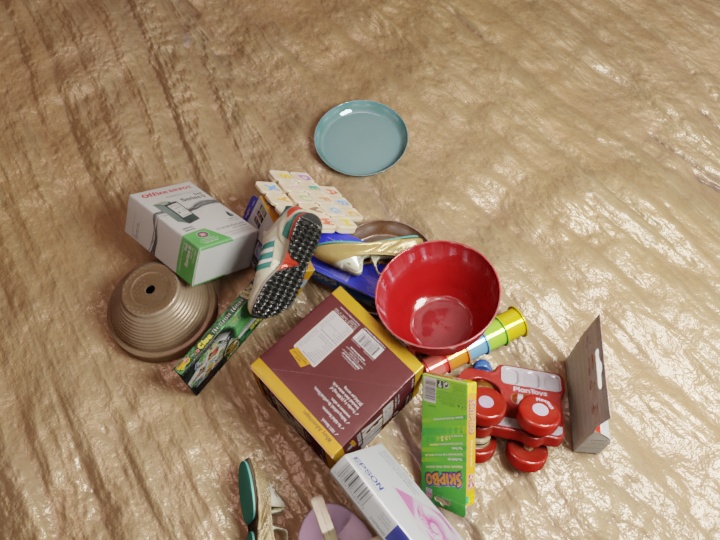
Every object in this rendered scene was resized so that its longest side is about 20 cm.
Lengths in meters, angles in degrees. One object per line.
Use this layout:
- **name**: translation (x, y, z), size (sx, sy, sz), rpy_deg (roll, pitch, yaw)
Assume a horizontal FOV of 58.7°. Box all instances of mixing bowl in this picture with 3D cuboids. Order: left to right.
- **mixing bowl**: translation (0.130, 0.062, 1.047), size (0.197, 0.109, 0.202), rpy_deg (-6, 56, 9)

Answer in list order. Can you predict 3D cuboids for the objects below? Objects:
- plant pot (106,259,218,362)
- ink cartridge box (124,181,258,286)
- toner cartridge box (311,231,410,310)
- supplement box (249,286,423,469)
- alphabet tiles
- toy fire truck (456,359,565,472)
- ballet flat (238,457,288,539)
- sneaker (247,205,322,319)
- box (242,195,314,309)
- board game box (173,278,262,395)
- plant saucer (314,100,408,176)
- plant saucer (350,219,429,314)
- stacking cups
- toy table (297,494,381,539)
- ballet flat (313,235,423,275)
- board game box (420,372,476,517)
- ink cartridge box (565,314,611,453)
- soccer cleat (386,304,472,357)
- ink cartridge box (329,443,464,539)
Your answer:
- **plant pot**: translation (-0.361, 0.054, 1.143), size (0.198, 0.093, 0.203), rpy_deg (0, 61, 0)
- **ink cartridge box**: translation (-0.310, -0.072, 1.169), size (0.199, 0.085, 0.145), rpy_deg (34, 33, 23)
- **toner cartridge box**: translation (0.000, 0.000, 1.155), size (0.198, 0.043, 0.096), rpy_deg (25, 66, 15)
- **supplement box**: translation (-0.036, 0.180, 1.045), size (0.200, 0.133, 0.197), rpy_deg (-41, 69, -19)
- **alphabet tiles**: translation (-0.093, -0.132, 1.206), size (0.194, 0.015, 0.200), rpy_deg (-1, 37, -42)
- **toy fire truck**: translation (0.235, 0.220, 1.046), size (0.197, 0.113, 0.169), rpy_deg (9, 36, 7)
- **ballet flat**: translation (-0.146, 0.390, 0.984), size (0.065, 0.071, 0.202), rpy_deg (5, 61, -28)
- **sneaker**: translation (-0.138, -0.018, 1.078), size (0.093, 0.070, 0.201), rpy_deg (37, 103, 49)
- **box**: translation (-0.161, -0.041, 1.174), size (0.041, 0.119, 0.201), rpy_deg (-5, 56, -38)
- **board game box**: translation (-0.232, 0.115, 1.100), size (0.023, 0.105, 0.200), rpy_deg (31, 66, 20)
- **plant saucer**: translation (0.002, -0.274, 1.348), size (0.197, 0.028, 0.202), rpy_deg (0, 62, 0)
- **plant saucer**: translation (0.045, -0.002, 1.198), size (0.197, 0.035, 0.202), rpy_deg (-1, 62, 2)
- **stacking cups**: translation (0.192, 0.131, 1.108), size (0.198, 0.061, 0.061), rpy_deg (-26, 64, -12)
- **toy table**: translation (-0.026, 0.428, 0.922), size (0.183, 0.118, 0.201), rpy_deg (-31, 65, -15)
- **ballet flat**: translation (0.014, -0.022, 1.106), size (0.197, 0.069, 0.064), rpy_deg (-5, 74, -1)
- **board game box**: translation (0.134, 0.264, 0.983), size (0.030, 0.095, 0.203), rpy_deg (2, 91, -40)
- **ink cartridge box**: translation (0.370, 0.181, 0.998), size (0.047, 0.201, 0.162), rpy_deg (3, 62, 3)
- **soccer cleat**: translation (0.138, 0.088, 1.130), size (0.199, 0.069, 0.086), rpy_deg (-30, 66, -10)
- **ink cartridge box**: translation (0.067, 0.339, 0.924), size (0.196, 0.200, 0.043), rpy_deg (46, 102, 21)
